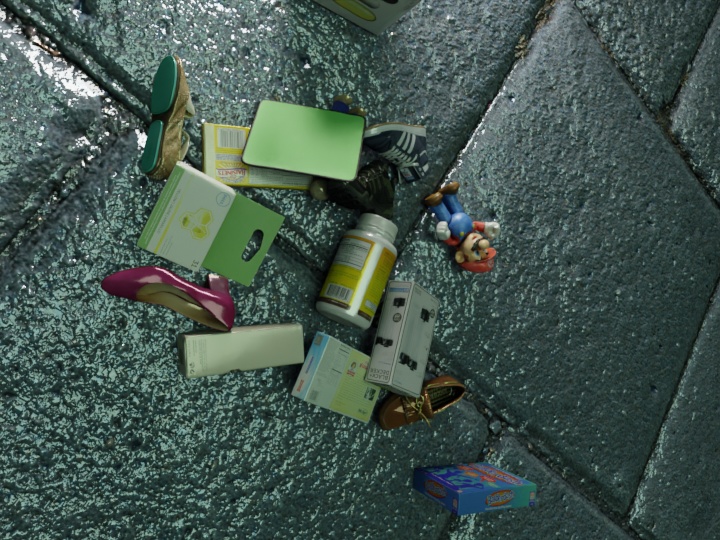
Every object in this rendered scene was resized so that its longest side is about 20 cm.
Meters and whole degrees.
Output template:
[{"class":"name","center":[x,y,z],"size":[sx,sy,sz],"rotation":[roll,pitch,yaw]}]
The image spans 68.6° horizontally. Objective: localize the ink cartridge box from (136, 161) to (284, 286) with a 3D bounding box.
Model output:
[{"class":"ink cartridge box","center":[-0.239,-0.066,0.866],"size":[0.199,0.048,0.146],"rotation":[27,97,-23]}]

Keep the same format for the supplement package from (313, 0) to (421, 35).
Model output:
[{"class":"supplement package","center":[0.010,-0.567,0.950],"size":[0.198,0.191,0.149],"rotation":[16,82,-26]}]

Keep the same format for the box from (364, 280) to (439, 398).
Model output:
[{"class":"box","center":[0.084,0.132,1.019],"size":[0.116,0.060,0.202],"rotation":[32,66,-48]}]

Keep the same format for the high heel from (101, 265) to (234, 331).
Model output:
[{"class":"high heel","center":[-0.296,0.049,0.822],"size":[0.198,0.068,0.097],"rotation":[1,51,-23]}]

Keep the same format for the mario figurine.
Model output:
[{"class":"mario figurine","center":[0.226,-0.087,1.103],"size":[0.123,0.106,0.201],"rotation":[-31,97,11]}]

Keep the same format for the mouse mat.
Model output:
[{"class":"mouse mat","center":[-0.094,-0.228,0.914],"size":[0.198,0.008,0.162],"rotation":[10,59,-2]}]

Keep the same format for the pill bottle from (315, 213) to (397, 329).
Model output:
[{"class":"pill bottle","center":[0.000,0.000,0.982],"size":[0.109,0.109,0.202],"rotation":[28,77,-25]}]

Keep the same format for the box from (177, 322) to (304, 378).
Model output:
[{"class":"box","center":[-0.200,0.131,0.889],"size":[0.198,0.082,0.069],"rotation":[-3,90,-27]}]

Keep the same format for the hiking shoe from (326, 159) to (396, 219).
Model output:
[{"class":"hiking shoe","center":[0.005,-0.161,0.976],"size":[0.200,0.075,0.102],"rotation":[18,81,-61]}]

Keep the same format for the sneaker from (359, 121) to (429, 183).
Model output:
[{"class":"sneaker","center":[0.071,-0.224,1.024],"size":[0.199,0.070,0.110],"rotation":[-14,99,-49]}]

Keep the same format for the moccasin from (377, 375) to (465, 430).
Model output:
[{"class":"moccasin","center":[0.125,0.270,1.062],"size":[0.200,0.078,0.075],"rotation":[-9,93,-28]}]

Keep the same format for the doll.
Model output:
[{"class":"doll","center":[-0.044,-0.220,0.983],"size":[0.136,0.048,0.202],"rotation":[32,68,-36]}]

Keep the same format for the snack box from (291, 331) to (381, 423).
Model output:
[{"class":"snack box","center":[-0.030,0.200,0.963],"size":[0.200,0.037,0.117],"rotation":[37,71,-47]}]

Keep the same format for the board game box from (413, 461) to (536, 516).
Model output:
[{"class":"board game box","center":[0.231,0.440,1.075],"size":[0.198,0.152,0.046],"rotation":[7,85,-28]}]

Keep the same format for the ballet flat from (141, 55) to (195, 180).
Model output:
[{"class":"ballet flat","center":[-0.306,-0.242,0.858],"size":[0.065,0.070,0.202],"rotation":[15,84,-54]}]

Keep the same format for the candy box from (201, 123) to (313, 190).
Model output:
[{"class":"candy box","center":[-0.179,-0.198,0.935],"size":[0.198,0.026,0.103],"rotation":[-1,94,-29]}]
